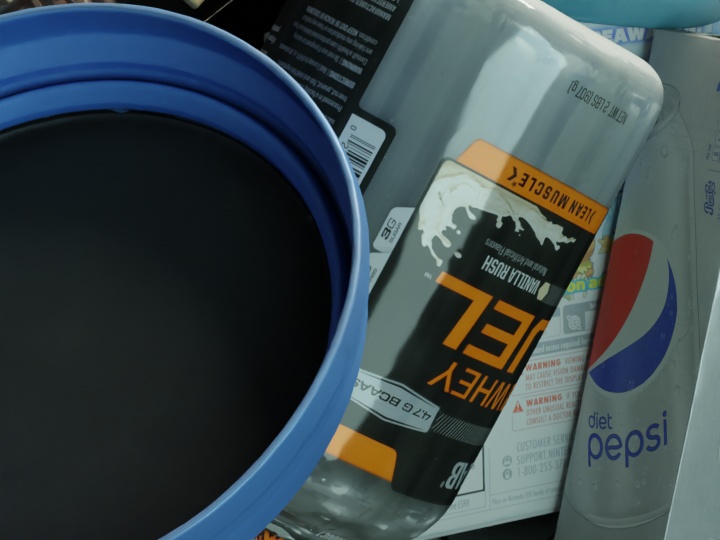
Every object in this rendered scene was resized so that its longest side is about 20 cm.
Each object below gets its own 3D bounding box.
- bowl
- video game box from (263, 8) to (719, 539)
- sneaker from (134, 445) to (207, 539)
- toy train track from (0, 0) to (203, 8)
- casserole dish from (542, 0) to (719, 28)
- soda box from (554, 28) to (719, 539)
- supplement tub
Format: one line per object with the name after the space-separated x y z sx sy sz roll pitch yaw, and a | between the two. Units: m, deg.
-0.092 0.014 0.827 0.201 0.201 0.039 -46 147 -15 | bowl
0.063 -0.005 1.039 0.200 0.047 0.183 -9 105 -29 | video game box
-0.053 0.146 0.830 0.081 0.076 0.200 14 76 -20 | sneaker
-0.064 -0.163 0.946 0.115 0.033 0.200 48 69 -20 | toy train track
0.072 -0.149 0.997 0.200 0.039 0.121 3 79 -28 | casserole dish
0.128 0.019 1.018 0.068 0.063 0.200 7 96 -33 | soda box
0.000 0.000 0.912 0.122 0.123 0.200 25 95 -31 | supplement tub
